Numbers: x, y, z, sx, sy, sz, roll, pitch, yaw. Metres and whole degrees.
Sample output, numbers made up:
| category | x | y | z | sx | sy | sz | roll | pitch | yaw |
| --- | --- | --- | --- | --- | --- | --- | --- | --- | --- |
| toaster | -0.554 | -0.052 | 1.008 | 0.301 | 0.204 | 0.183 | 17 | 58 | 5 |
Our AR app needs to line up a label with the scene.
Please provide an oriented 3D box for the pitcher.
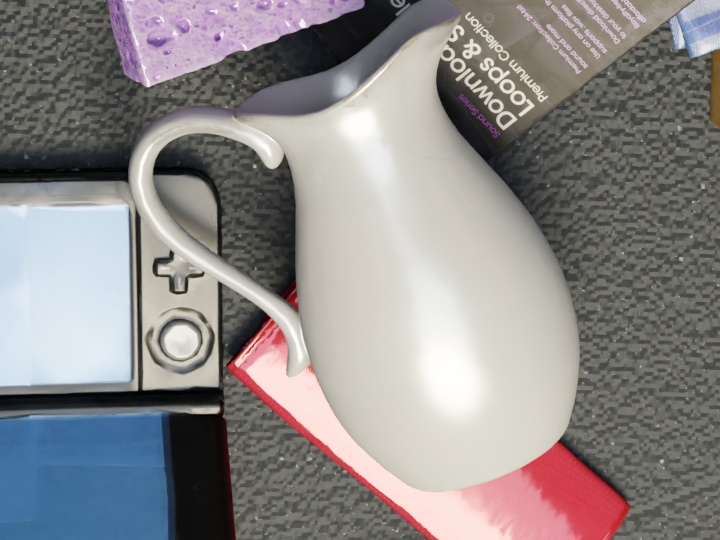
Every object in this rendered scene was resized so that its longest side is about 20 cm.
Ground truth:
| category | x | y | z | sx | sy | sz | roll | pitch | yaw |
| --- | --- | --- | --- | --- | --- | --- | --- | --- | --- |
| pitcher | 0.000 | 0.000 | 1.352 | 0.171 | 0.121 | 0.201 | -18 | 106 | 16 |

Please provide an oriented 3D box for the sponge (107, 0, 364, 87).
| category | x | y | z | sx | sy | sz | roll | pitch | yaw |
| --- | --- | --- | --- | --- | --- | --- | --- | --- | --- |
| sponge | -0.071 | -0.192 | 1.287 | 0.111 | 0.030 | 0.201 | -21 | 113 | -19 |

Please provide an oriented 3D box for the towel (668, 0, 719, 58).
| category | x | y | z | sx | sy | sz | roll | pitch | yaw |
| --- | --- | --- | --- | --- | --- | --- | --- | --- | --- |
| towel | 0.220 | -0.191 | 1.358 | 0.199 | 0.024 | 0.148 | -17 | 102 | -2 |

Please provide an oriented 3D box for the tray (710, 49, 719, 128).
| category | x | y | z | sx | sy | sz | roll | pitch | yaw |
| --- | --- | --- | --- | --- | --- | --- | --- | --- | --- |
| tray | 0.217 | -0.166 | 1.393 | 0.098 | 0.037 | 0.202 | -1 | 103 | -6 |

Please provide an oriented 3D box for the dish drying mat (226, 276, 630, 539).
| category | x | y | z | sx | sy | sz | roll | pitch | yaw |
| --- | --- | --- | --- | --- | --- | --- | --- | --- | --- |
| dish drying mat | 0.034 | 0.080 | 1.432 | 0.200 | 0.018 | 0.077 | 40 | 92 | -11 |

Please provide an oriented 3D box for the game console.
| category | x | y | z | sx | sy | sz | roll | pitch | yaw |
| --- | --- | --- | --- | --- | --- | --- | --- | --- | --- |
| game console | -0.157 | 0.048 | 1.352 | 0.198 | 0.119 | 0.174 | -1 | 102 | -7 |

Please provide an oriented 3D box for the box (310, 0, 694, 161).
| category | x | y | z | sx | sy | sz | roll | pitch | yaw |
| --- | --- | --- | --- | --- | --- | --- | --- | --- | --- |
| box | 0.069 | -0.148 | 1.342 | 0.200 | 0.036 | 0.143 | -38 | 104 | 28 |
